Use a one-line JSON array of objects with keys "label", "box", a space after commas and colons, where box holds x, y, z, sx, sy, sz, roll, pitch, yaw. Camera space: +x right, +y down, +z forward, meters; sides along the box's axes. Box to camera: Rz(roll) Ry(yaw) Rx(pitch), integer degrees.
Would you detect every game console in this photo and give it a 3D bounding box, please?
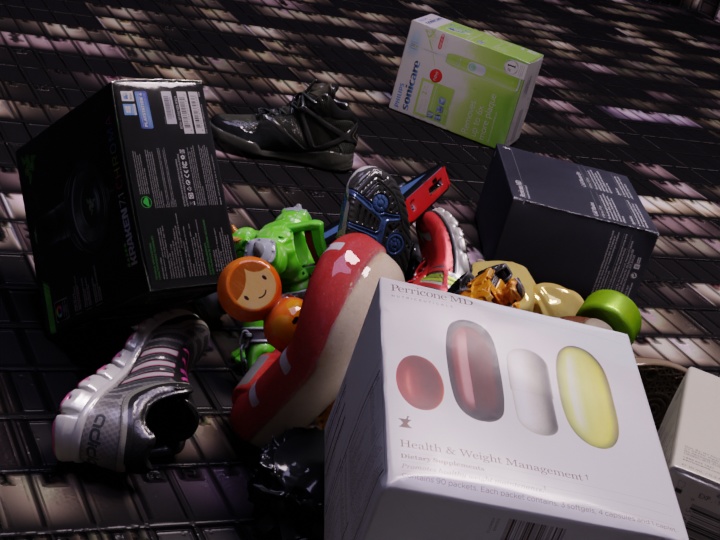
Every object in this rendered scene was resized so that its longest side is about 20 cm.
[{"label": "game console", "box": [-0.001, -0.049, 1.380, 0.176, 0.031, 0.200, -23, 9, 25]}]

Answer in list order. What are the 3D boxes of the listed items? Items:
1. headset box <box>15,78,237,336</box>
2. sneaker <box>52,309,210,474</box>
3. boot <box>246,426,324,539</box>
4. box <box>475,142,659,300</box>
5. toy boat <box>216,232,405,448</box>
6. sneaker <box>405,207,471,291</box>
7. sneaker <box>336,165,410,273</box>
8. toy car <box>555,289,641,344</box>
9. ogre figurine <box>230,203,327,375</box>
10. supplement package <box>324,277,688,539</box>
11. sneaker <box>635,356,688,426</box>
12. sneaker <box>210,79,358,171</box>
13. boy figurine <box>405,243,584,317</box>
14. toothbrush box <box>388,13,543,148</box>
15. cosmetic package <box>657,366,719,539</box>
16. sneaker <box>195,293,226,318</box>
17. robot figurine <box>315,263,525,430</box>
[{"label": "headset box", "box": [-0.206, -0.048, 1.114, 0.092, 0.176, 0.199, -6, -9, -40]}, {"label": "sneaker", "box": [-0.158, 0.100, 1.029, 0.087, 0.074, 0.200, 21, 29, 12]}, {"label": "boot", "box": [0.021, 0.170, 0.993, 0.162, 0.074, 0.198, 25, 25, 27]}, {"label": "box", "box": [0.246, -0.058, 1.599, 0.180, 0.105, 0.200, 14, 23, -6]}, {"label": "toy boat", "box": [-0.057, 0.039, 1.029, 0.130, 0.200, 0.131, 40, 42, -3]}, {"label": "sneaker", "box": [0.068, 0.018, 1.293, 0.084, 0.077, 0.201, -6, 50, -3]}, {"label": "sneaker", "box": [0.000, 0.000, 1.208, 0.075, 0.202, 0.077, -11, 22, -30]}, {"label": "toy car", "box": [0.123, 0.103, 1.128, 0.198, 0.159, 0.164, 10, 35, 29]}, {"label": "ogre figurine", "box": [-0.071, 0.012, 1.203, 0.097, 0.121, 0.200, 7, 19, 31]}, {"label": "supplement package", "box": [0.083, 0.137, 0.853, 0.189, 0.148, 0.201, 12, 34, -10]}, {"label": "sneaker", "box": [0.243, 0.101, 1.285, 0.198, 0.071, 0.076, 8, 23, -18]}, {"label": "sneaker", "box": [-0.095, -0.202, 1.692, 0.197, 0.115, 0.076, 9, 22, -12]}, {"label": "boy figurine", "box": [0.143, 0.024, 1.399, 0.198, 0.065, 0.125, 15, 26, -6]}, {"label": "toothbrush box", "box": [0.163, -0.292, 2.017, 0.199, 0.147, 0.086, 25, 25, 18]}, {"label": "cosmetic package", "box": [0.294, 0.176, 1.110, 0.087, 0.104, 0.200, 22, 25, 9]}, {"label": "sneaker", "box": [-0.199, -0.005, 1.261, 0.095, 0.080, 0.200, -27, 44, -26]}, {"label": "robot figurine", "box": [0.057, 0.069, 1.091, 0.058, 0.199, 0.145, 53, 19, -16]}]
